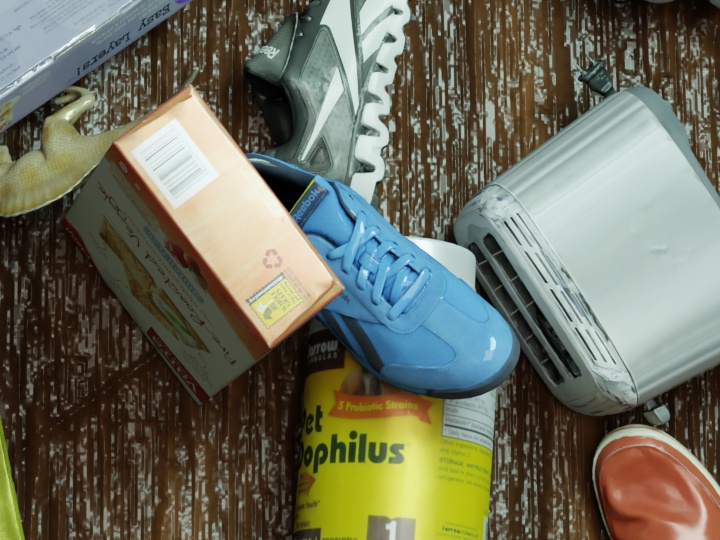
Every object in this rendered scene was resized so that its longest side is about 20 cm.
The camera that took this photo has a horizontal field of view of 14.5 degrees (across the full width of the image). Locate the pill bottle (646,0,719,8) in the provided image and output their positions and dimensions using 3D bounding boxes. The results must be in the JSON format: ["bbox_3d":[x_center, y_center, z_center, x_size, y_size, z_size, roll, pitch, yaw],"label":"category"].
[{"bbox_3d":[0.158,-0.234,1.691,0.199,0.111,0.111,31,73,-6],"label":"pill bottle"}]

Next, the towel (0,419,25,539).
[{"bbox_3d":[-0.229,0.139,1.562,0.085,0.018,0.202,-10,81,-17],"label":"towel"}]

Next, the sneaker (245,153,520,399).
[{"bbox_3d":[0.000,0.000,1.521,0.066,0.079,0.200,-45,54,-14],"label":"sneaker"}]

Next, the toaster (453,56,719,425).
[{"bbox_3d":[0.144,-0.012,1.639,0.129,0.114,0.201,-33,91,-16],"label":"toaster"}]

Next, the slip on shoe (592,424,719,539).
[{"bbox_3d":[0.190,0.182,1.627,0.074,0.061,0.201,-23,85,16],"label":"slip on shoe"}]

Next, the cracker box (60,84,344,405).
[{"bbox_3d":[-0.090,-0.009,1.532,0.058,0.200,0.134,-38,89,-17],"label":"cracker box"}]

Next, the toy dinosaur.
[{"bbox_3d":[-0.164,-0.059,1.569,0.199,0.101,0.058,-25,111,9],"label":"toy dinosaur"}]

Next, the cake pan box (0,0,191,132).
[{"bbox_3d":[-0.206,-0.186,1.596,0.200,0.052,0.184,-38,75,-19],"label":"cake pan box"}]

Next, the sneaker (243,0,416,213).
[{"bbox_3d":[-0.020,-0.129,1.646,0.090,0.066,0.202,12,78,-14],"label":"sneaker"}]

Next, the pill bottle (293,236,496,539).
[{"bbox_3d":[0.021,0.087,1.588,0.108,0.109,0.202,7,76,-13],"label":"pill bottle"}]
